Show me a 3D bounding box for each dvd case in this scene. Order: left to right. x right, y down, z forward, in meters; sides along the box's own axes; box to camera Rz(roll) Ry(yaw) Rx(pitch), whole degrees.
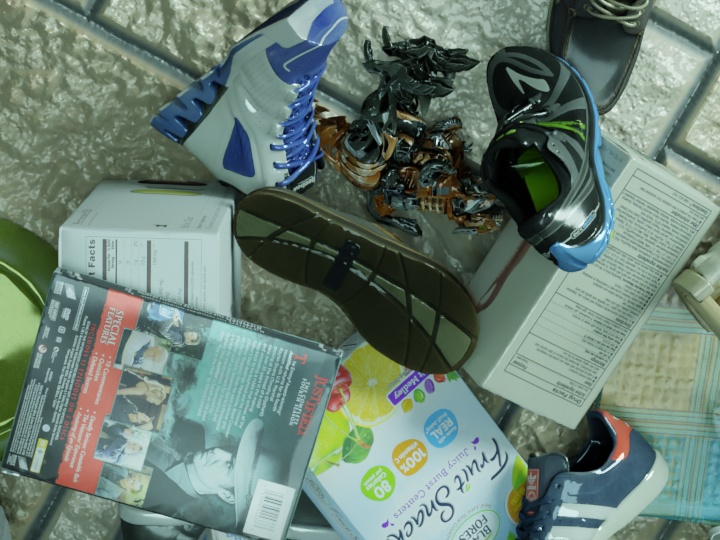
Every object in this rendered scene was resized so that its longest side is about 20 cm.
[{"bbox_3d":[-0.127,0.093,1.339,0.200,0.022,0.146,16,102,-2],"label":"dvd case"}]

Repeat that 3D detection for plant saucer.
[{"bbox_3d":[-0.305,0.057,1.534,0.200,0.031,0.200,0,102,1],"label":"plant saucer"}]

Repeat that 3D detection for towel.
[{"bbox_3d":[0.253,0.097,1.540,0.147,0.022,0.200,7,100,-2],"label":"towel"}]

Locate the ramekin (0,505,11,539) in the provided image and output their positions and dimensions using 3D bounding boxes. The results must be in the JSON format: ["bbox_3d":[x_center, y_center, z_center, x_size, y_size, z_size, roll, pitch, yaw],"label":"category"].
[{"bbox_3d":[-0.360,0.223,1.526,0.202,0.094,0.202,1,110,1],"label":"ramekin"}]

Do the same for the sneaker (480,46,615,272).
[{"bbox_3d":[0.125,-0.090,1.411,0.083,0.200,0.071,25,129,-36],"label":"sneaker"}]

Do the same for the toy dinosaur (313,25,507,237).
[{"bbox_3d":[0.022,-0.098,1.470,0.200,0.102,0.136,17,117,-14],"label":"toy dinosaur"}]

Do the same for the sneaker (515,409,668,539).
[{"bbox_3d":[0.139,0.186,1.483,0.085,0.075,0.200,49,67,-15],"label":"sneaker"}]

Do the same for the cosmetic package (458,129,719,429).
[{"bbox_3d":[0.158,0.002,1.472,0.103,0.087,0.200,27,101,-34],"label":"cosmetic package"}]

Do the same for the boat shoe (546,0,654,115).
[{"bbox_3d":[0.180,-0.210,1.449,0.074,0.073,0.200,8,102,-1],"label":"boat shoe"}]

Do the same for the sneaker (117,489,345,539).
[{"bbox_3d":[-0.088,0.223,1.550,0.200,0.071,0.099,2,110,0],"label":"sneaker"}]

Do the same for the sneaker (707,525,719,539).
[{"bbox_3d":[0.295,0.286,1.544,0.130,0.079,0.199,7,105,-2],"label":"sneaker"}]

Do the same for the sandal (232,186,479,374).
[{"bbox_3d":[0.000,0.000,1.440,0.200,0.055,0.082,29,114,-4],"label":"sandal"}]

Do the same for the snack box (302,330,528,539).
[{"bbox_3d":[0.036,0.148,1.508,0.142,0.053,0.200,-40,100,-20],"label":"snack box"}]

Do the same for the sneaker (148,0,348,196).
[{"bbox_3d":[-0.057,-0.115,1.434,0.115,0.081,0.199,50,138,-6],"label":"sneaker"}]

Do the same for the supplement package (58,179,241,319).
[{"bbox_3d":[-0.148,0.026,1.438,0.111,0.200,0.156,1,102,0],"label":"supplement package"}]

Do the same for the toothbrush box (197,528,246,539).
[{"bbox_3d":[-0.093,0.305,1.512,0.146,0.085,0.200,23,115,-24],"label":"toothbrush box"}]

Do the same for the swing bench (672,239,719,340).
[{"bbox_3d":[0.359,0.011,1.457,0.199,0.130,0.200,-41,96,2],"label":"swing bench"}]

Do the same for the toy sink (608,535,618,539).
[{"bbox_3d":[0.144,0.306,1.528,0.200,0.130,0.112,-39,100,7],"label":"toy sink"}]
